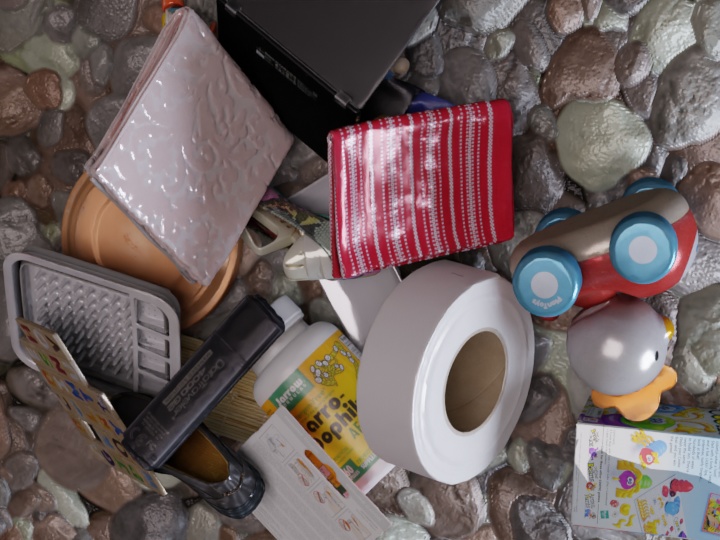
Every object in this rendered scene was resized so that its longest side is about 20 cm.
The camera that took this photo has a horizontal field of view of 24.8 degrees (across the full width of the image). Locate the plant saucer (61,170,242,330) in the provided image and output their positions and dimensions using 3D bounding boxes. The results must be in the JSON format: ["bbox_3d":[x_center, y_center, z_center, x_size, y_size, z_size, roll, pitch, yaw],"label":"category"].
[{"bbox_3d":[-0.221,-0.032,1.706,0.198,0.032,0.203,1,96,13],"label":"plant saucer"}]

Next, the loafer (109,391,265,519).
[{"bbox_3d":[-0.183,0.172,1.647,0.199,0.072,0.073,26,72,26],"label":"loafer"}]

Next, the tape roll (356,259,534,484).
[{"bbox_3d":[0.084,0.097,1.561,0.070,0.201,0.205,16,105,38],"label":"tape roll"}]

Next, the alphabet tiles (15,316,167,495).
[{"bbox_3d":[-0.284,0.135,1.677,0.008,0.167,0.201,-39,117,-22],"label":"alphabet tiles"}]

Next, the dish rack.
[{"bbox_3d":[-0.269,0.054,1.693,0.198,0.044,0.173,17,135,12],"label":"dish rack"}]

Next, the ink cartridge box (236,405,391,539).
[{"bbox_3d":[-0.049,0.218,1.648,0.160,0.047,0.200,47,144,4],"label":"ink cartridge box"}]

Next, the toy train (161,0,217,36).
[{"bbox_3d":[-0.164,-0.169,1.614,0.055,0.150,0.202,-3,115,-9],"label":"toy train"}]

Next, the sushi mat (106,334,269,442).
[{"bbox_3d":[-0.178,0.118,1.737,0.198,0.012,0.097,16,103,12],"label":"sushi mat"}]

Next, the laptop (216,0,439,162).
[{"bbox_3d":[-0.035,-0.227,1.582,0.187,0.201,0.116,41,67,16],"label":"laptop"}]

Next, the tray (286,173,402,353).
[{"bbox_3d":[0.000,0.000,1.649,0.107,0.022,0.201,-27,92,45],"label":"tray"}]

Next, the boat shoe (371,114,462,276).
[{"bbox_3d":[0.056,-0.064,1.592,0.071,0.068,0.201,-5,135,23],"label":"boat shoe"}]

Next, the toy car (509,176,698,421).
[{"bbox_3d":[0.248,0.040,1.525,0.175,0.184,0.202,-20,100,17],"label":"toy car"}]

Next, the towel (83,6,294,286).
[{"bbox_3d":[-0.158,-0.113,1.548,0.032,0.200,0.192,12,64,38],"label":"towel"}]

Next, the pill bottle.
[{"bbox_3d":[-0.037,0.124,1.648,0.200,0.113,0.113,47,108,4],"label":"pill bottle"}]

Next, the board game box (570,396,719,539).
[{"bbox_3d":[0.309,0.192,1.572,0.198,0.103,0.106,5,101,14],"label":"board game box"}]

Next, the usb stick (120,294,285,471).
[{"bbox_3d":[-0.153,0.109,1.596,0.055,0.033,0.200,43,91,20],"label":"usb stick"}]

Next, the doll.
[{"bbox_3d":[0.036,-0.147,1.613,0.199,0.048,0.137,28,127,10],"label":"doll"}]

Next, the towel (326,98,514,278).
[{"bbox_3d":[0.060,-0.077,1.522,0.022,0.198,0.146,28,125,55],"label":"towel"}]

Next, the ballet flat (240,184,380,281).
[{"bbox_3d":[-0.070,-0.033,1.626,0.199,0.071,0.069,32,147,26],"label":"ballet flat"}]
